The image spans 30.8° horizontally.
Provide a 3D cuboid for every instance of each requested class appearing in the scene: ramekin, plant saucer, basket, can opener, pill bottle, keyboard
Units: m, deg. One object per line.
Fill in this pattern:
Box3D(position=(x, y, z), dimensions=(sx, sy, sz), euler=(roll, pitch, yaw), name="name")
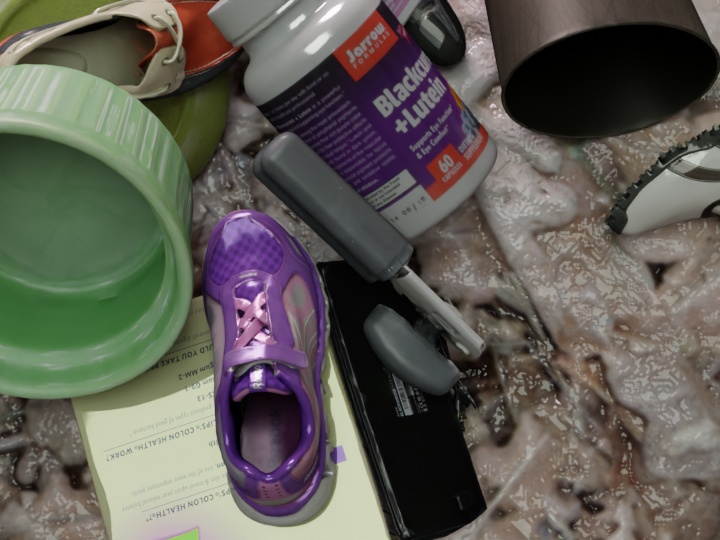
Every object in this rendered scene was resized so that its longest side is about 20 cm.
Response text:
Box3D(position=(-0.196, -0.027, 0.801), dimensions=(0.199, 0.200, 0.098), euler=(-4, 36, 4), name="ramekin")
Box3D(position=(-0.195, -0.133, 0.944), dimensions=(0.199, 0.031, 0.201), euler=(0, 103, 1), name="plant saucer")
Box3D(position=(0.149, -0.215, 0.918), dimensions=(0.136, 0.180, 0.200), euler=(-30, 63, 37), name="basket")
Box3D(position=(0.000, 0.000, 0.855), dimensions=(0.200, 0.053, 0.067), euler=(43, 77, -10), name="can opener")
Box3D(position=(-0.008, -0.122, 0.887), dimensions=(0.111, 0.111, 0.200), euler=(-43, 106, -5), name="pill bottle")
Box3D(position=(0.029, 0.086, 0.901), dimensions=(0.104, 0.040, 0.200), euler=(-5, 70, -36), name="keyboard")

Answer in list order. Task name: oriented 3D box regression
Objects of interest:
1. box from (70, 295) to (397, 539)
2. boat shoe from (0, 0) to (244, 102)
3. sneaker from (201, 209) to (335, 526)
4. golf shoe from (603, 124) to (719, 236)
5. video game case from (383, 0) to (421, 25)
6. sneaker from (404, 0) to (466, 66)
Box3D(position=(-0.086, 0.121, 0.887), dimensions=(0.176, 0.097, 0.200), euler=(-19, 76, 1), name="box")
Box3D(position=(-0.154, -0.147, 0.870), dimensions=(0.200, 0.063, 0.071), euler=(-19, 97, -30), name="boat shoe")
Box3D(position=(-0.059, 0.054, 0.805), dimensions=(0.080, 0.088, 0.201), euler=(-9, 76, 4), name="sneaker")
Box3D(position=(0.271, -0.057, 0.905), dimensions=(0.200, 0.078, 0.095), euler=(-25, 77, 0), name="golf shoe")
Box3D(position=(-0.045, -0.237, 0.912), dimensions=(0.200, 0.018, 0.143), euler=(36, 123, -3), name="video game case")
Box3D(position=(-0.021, -0.203, 0.976), dimensions=(0.200, 0.075, 0.115), euler=(46, 114, -4), name="sneaker")
